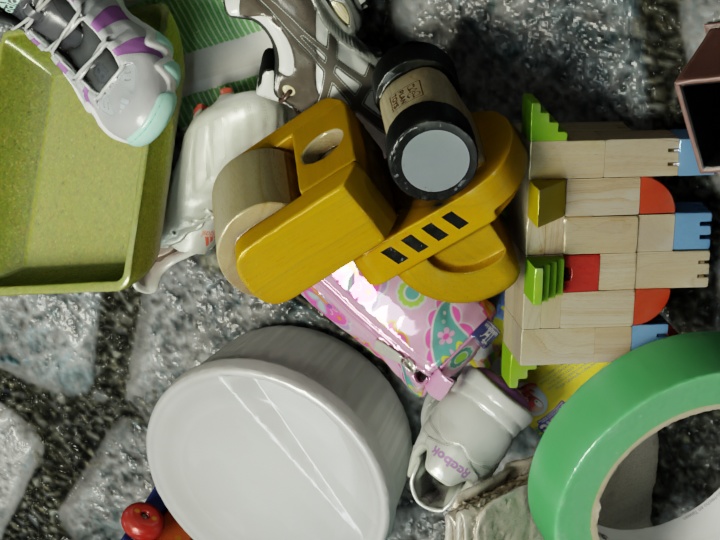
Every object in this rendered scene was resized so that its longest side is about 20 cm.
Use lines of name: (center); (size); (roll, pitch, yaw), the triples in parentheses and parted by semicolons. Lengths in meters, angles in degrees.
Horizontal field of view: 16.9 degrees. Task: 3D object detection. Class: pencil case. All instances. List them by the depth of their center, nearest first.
pencil case: (0.000, 0.000, 1.648); (0.200, 0.087, 0.087); (41, 131, 3)

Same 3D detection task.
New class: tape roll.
tape roll: (0.212, 0.135, 1.626); (0.048, 0.200, 0.201); (-123, 26, -48)

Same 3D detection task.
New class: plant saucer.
plant saucer: (-0.193, -0.077, 1.706); (0.200, 0.048, 0.201); (-3, 76, 47)

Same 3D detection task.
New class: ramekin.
ramekin: (-0.052, 0.133, 1.817); (0.202, 0.094, 0.203); (14, 127, 20)

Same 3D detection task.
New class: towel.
towel: (0.132, 0.190, 1.685); (0.034, 0.199, 0.133); (24, 120, 44)
towel: (-0.085, -0.139, 1.699); (0.152, 0.023, 0.201); (-15, 113, 34)

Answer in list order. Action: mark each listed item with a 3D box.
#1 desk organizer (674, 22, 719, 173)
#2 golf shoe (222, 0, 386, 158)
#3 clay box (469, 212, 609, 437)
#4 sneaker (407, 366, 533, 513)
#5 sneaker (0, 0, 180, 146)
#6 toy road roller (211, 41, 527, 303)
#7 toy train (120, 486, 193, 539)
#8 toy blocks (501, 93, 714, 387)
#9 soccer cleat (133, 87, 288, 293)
desk organizer: (0.300, -0.113, 1.474); (0.199, 0.077, 0.072); (-4, 119, 30)
golf shoe: (-0.018, -0.123, 1.620); (0.094, 0.078, 0.201); (-30, 99, -1)
clay box: (0.113, 0.022, 1.684); (0.200, 0.048, 0.115); (47, 131, -7)
sneaker: (0.061, 0.124, 1.708); (0.075, 0.100, 0.200); (37, 168, 5)
sneaker: (-0.208, -0.166, 1.605); (0.078, 0.140, 0.200); (-51, 46, 20)
toy road roller: (0.016, -0.034, 1.552); (0.199, 0.123, 0.146); (-30, 118, 11)
toy train: (-0.141, 0.236, 1.867); (0.115, 0.200, 0.085); (25, 130, 5)
toy blocks: (0.168, -0.019, 1.590); (0.136, 0.100, 0.201); (-1, 107, -10)
soccer cleat: (-0.108, -0.056, 1.696); (0.069, 0.078, 0.200); (10, 146, -33)
